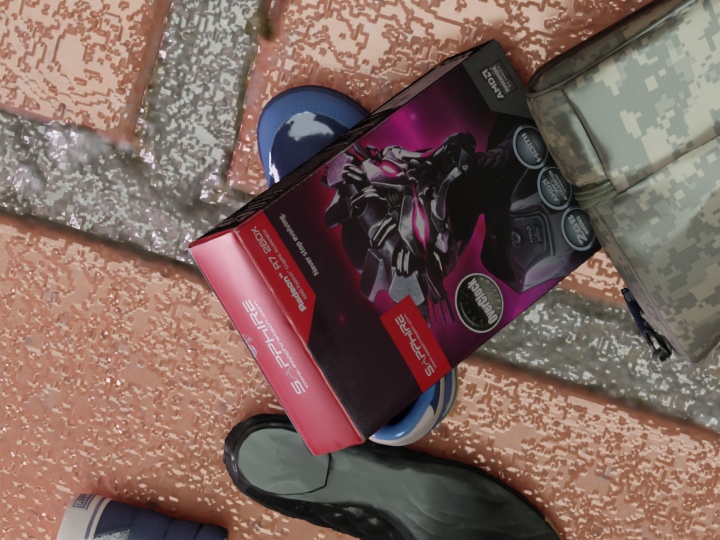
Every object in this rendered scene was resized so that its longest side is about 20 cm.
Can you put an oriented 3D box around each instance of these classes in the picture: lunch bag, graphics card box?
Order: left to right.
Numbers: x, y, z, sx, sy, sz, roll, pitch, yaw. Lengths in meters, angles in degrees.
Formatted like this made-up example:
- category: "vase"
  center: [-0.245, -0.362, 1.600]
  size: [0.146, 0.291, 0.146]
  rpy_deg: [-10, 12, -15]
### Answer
- category: "graphics card box"
  center: [0.023, -0.014, 1.455]
  size: [0.051, 0.200, 0.126]
  rpy_deg: [-19, 104, 55]
- category: "lunch bag"
  center: [0.196, -0.065, 1.433]
  size: [0.199, 0.139, 0.168]
  rpy_deg: [-29, 93, 9]

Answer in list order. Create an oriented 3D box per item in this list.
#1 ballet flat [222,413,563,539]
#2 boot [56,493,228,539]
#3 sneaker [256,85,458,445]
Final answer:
- category: "ballet flat"
  center: [0.022, 0.122, 1.563]
  size: [0.199, 0.057, 0.067]
  rpy_deg: [23, 95, -6]
- category: "boot"
  center: [-0.128, 0.226, 1.589]
  size: [0.090, 0.073, 0.201]
  rpy_deg: [11, 105, 10]
- category: "sneaker"
  center: [0.000, 0.000, 1.509]
  size: [0.074, 0.082, 0.201]
  rpy_deg: [-19, 101, 14]
